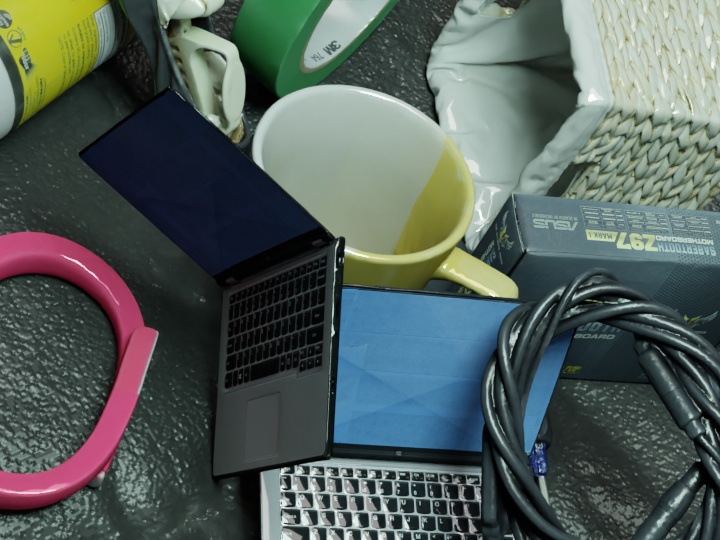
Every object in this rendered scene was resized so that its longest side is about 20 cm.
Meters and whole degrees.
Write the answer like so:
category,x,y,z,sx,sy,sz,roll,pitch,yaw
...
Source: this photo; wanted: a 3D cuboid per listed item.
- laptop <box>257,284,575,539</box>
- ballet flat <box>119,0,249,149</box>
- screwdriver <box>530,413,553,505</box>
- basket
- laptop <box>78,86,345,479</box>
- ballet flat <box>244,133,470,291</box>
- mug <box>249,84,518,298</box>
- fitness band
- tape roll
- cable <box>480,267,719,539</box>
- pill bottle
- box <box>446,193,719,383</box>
category,x,y,z,sx,sy,sz,roll,pitch,yaw
laptop,0.040,0.128,1.269,0.186,0.116,0.202,5,67,-18
ballet flat,-0.116,-0.163,1.381,0.072,0.201,0.073,-11,25,5
screwdriver,0.122,0.153,1.369,0.029,0.028,0.201,31,41,-38
basket,0.167,-0.132,1.479,0.160,0.199,0.201,5,55,-24
laptop,-0.098,0.016,1.229,0.115,0.187,0.202,7,78,-23
ballet flat,0.008,-0.045,1.433,0.199,0.073,0.073,33,52,1
mug,-0.009,-0.002,1.334,0.148,0.154,0.187,-15,57,-32
fitness band,-0.211,0.063,1.294,0.143,0.038,0.201,21,51,-5
tape roll,-0.010,-0.214,1.455,0.048,0.201,0.200,41,52,9
cable,0.154,0.099,1.241,0.162,0.051,0.202,2,87,6
pill bottle,-0.223,-0.179,1.401,0.112,0.113,0.200,40,52,8
box,0.167,0.016,1.401,0.198,0.158,0.051,4,56,-21
